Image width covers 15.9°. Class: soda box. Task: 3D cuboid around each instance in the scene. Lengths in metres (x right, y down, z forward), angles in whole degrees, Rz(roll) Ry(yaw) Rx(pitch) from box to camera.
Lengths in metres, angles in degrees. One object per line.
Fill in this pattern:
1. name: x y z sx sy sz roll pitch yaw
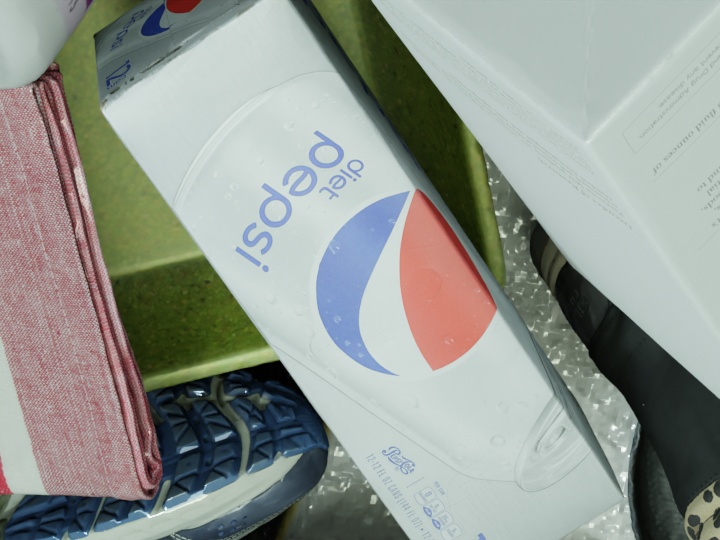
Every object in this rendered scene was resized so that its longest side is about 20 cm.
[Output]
1. soda box: 0.000 0.000 0.786 0.063 0.068 0.201 -32 113 6

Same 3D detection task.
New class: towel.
1. towel: -0.164 0.005 0.805 0.199 0.023 0.145 1 118 24

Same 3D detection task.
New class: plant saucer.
1. plant saucer: -0.068 -0.064 0.821 0.198 0.048 0.201 -13 113 -2

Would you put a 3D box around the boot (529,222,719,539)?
1. boot: 0.166 0.009 0.822 0.199 0.151 0.073 -23 148 5

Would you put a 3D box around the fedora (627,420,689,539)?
1. fedora: 0.195 0.086 0.894 0.199 0.092 0.202 -3 113 -7

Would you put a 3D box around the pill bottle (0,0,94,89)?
1. pill bottle: -0.082 -0.158 0.705 0.112 0.112 0.201 38 73 -20

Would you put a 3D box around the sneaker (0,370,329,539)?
1. sneaker: -0.094 0.103 0.883 0.199 0.077 0.085 -26 124 11

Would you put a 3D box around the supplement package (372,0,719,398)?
1. supplement package: 0.100 -0.057 0.721 0.121 0.120 0.200 -45 142 -3
